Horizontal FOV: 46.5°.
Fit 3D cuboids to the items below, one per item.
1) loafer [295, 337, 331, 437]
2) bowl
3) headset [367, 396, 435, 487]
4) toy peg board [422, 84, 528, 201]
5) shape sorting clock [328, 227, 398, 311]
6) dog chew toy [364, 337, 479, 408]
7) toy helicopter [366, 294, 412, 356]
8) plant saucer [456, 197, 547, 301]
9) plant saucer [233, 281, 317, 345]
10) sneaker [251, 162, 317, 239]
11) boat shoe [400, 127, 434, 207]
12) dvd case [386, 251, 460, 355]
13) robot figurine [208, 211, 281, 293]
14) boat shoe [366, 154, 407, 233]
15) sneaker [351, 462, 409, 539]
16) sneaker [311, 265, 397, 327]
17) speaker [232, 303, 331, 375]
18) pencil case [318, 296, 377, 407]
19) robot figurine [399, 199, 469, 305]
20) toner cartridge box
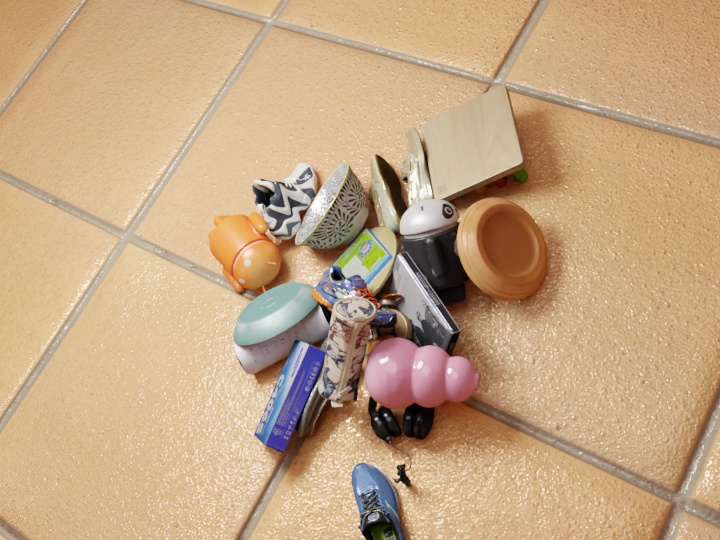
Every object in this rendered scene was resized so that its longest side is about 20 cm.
[{"bbox_3d":[-0.066,0.227,1.595,0.069,0.075,0.202,24,87,-16],"label":"loafer"},{"bbox_3d":[-0.045,-0.115,1.741,0.201,0.094,0.201,-52,16,21],"label":"bowl"},{"bbox_3d":[0.078,0.286,1.530,0.122,0.095,0.202,-9,45,13],"label":"headset"},{"bbox_3d":[0.247,-0.242,1.735,0.197,0.098,0.202,-23,56,26],"label":"toy peg board"},{"bbox_3d":[0.000,0.000,1.676,0.199,0.039,0.202,-30,41,29],"label":"shape sorting clock"},{"bbox_3d":[0.110,0.186,1.474,0.197,0.125,0.126,4,65,16],"label":"dog chew toy"},{"bbox_3d":[0.021,0.098,1.628,0.199,0.078,0.134,17,92,43],"label":"toy helicopter"},{"bbox_3d":[0.273,-0.045,1.566,0.198,0.037,0.203,8,70,-23],"label":"plant saucer"},{"bbox_3d":[-0.174,0.076,1.672,0.198,0.036,0.200,-25,19,9],"label":"plant saucer"},{"bbox_3d":[-0.169,-0.180,1.804,0.079,0.130,0.201,2,57,38],"label":"sneaker"},{"bbox_3d":[0.113,-0.211,1.768,0.064,0.072,0.202,-15,65,11],"label":"boat shoe"},{"bbox_3d":[0.111,0.087,1.570,0.024,0.151,0.201,-15,53,-24],"label":"dvd case"},{"bbox_3d":[-0.245,-0.042,1.780,0.144,0.117,0.200,-42,58,-6],"label":"robot figurine"},{"bbox_3d":[0.047,-0.159,1.763,0.066,0.074,0.202,-38,46,28],"label":"boat shoe"},{"bbox_3d":[0.034,0.422,1.450,0.078,0.089,0.201,-28,57,3],"label":"sneaker"},{"bbox_3d":[-0.010,0.050,1.559,0.199,0.075,0.079,26,102,34],"label":"sneaker"},{"bbox_3d":[-0.151,0.131,1.677,0.198,0.081,0.082,-27,57,5],"label":"speaker"},{"bbox_3d":[-0.024,0.141,1.485,0.077,0.202,0.090,0,33,-19],"label":"pencil case"},{"bbox_3d":[0.148,-0.036,1.599,0.124,0.203,0.150,-21,12,-27],"label":"robot figurine"},{"bbox_3d":[-0.134,0.235,1.588,0.202,0.043,0.095,-67,20,-8],"label":"toner cartridge box"}]
